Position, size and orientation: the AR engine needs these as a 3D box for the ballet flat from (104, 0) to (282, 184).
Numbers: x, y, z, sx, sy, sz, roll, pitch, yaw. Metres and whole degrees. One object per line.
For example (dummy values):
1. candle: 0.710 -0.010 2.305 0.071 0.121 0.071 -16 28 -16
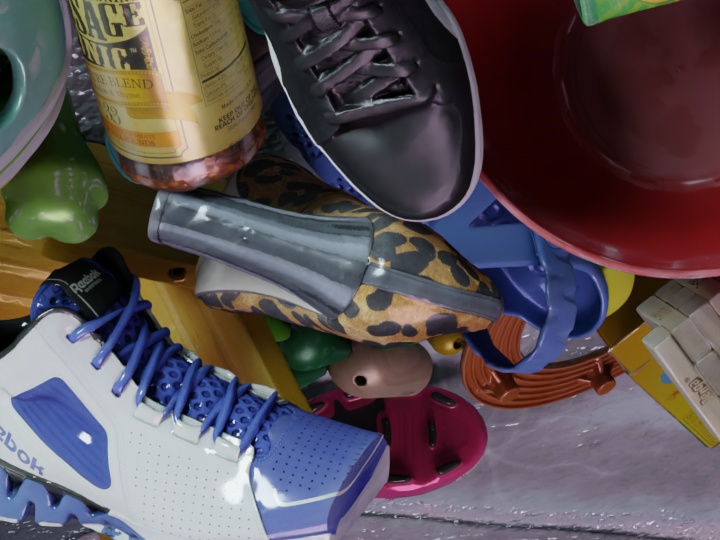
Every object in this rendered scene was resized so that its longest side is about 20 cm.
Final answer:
1. ballet flat: -0.039 -0.110 0.881 0.073 0.073 0.200 10 138 -31

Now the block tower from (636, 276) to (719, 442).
1. block tower: 0.204 -0.017 0.881 0.200 0.058 0.054 -39 103 -1

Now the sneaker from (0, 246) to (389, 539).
1. sneaker: -0.093 0.055 0.912 0.199 0.081 0.116 7 121 22

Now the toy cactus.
1. toy cactus: -0.011 0.045 1.129 0.200 0.103 0.165 -36 152 22

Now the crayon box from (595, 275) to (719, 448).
1. crayon box: 0.192 0.015 1.096 0.127 0.051 0.200 -37 153 7

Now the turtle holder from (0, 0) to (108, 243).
1. turtle holder: -0.177 -0.077 0.817 0.140 0.132 0.186 -9 149 -4

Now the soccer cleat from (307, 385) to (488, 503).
1. soccer cleat: -0.025 0.109 1.253 0.199 0.070 0.086 -9 166 1

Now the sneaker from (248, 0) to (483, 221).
1. sneaker: -0.020 -0.096 0.754 0.073 0.112 0.201 -17 104 20

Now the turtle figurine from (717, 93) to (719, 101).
1. turtle figurine: 0.195 -0.072 0.956 0.199 0.150 0.101 -22 131 3

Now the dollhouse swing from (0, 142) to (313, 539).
1. dollhouse swing: -0.137 0.073 1.014 0.181 0.176 0.200 12 136 -32

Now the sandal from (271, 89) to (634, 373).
1. sandal: 0.041 -0.025 0.969 0.200 0.087 0.079 37 133 -13

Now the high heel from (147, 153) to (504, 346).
1. high heel: 0.000 0.000 0.916 0.142 0.072 0.200 18 -177 10

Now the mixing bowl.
1. mixing bowl: 0.129 -0.092 0.862 0.199 0.201 0.108 -14 173 5

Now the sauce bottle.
1. sauce bottle: -0.084 -0.124 0.789 0.066 0.066 0.201 -12 126 3

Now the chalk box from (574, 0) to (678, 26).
1. chalk box: 0.111 -0.179 0.737 0.199 0.125 0.124 -13 144 3

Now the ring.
1. ring: 0.141 0.012 1.112 0.200 0.019 0.201 -24 151 -15
